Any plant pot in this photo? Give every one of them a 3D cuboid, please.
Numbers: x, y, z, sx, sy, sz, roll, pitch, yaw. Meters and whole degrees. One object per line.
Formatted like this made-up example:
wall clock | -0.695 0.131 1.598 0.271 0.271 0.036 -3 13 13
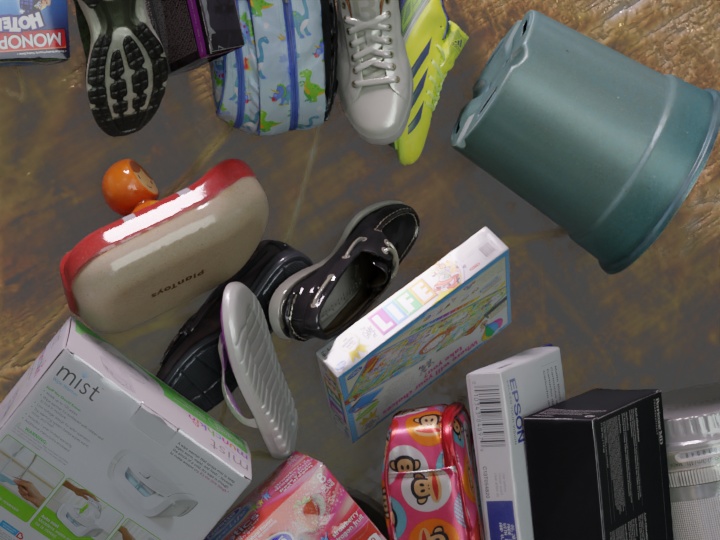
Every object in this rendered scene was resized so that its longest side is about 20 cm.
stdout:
plant pot | 0.203 -0.132 1.488 0.195 0.200 0.201 30 81 -9

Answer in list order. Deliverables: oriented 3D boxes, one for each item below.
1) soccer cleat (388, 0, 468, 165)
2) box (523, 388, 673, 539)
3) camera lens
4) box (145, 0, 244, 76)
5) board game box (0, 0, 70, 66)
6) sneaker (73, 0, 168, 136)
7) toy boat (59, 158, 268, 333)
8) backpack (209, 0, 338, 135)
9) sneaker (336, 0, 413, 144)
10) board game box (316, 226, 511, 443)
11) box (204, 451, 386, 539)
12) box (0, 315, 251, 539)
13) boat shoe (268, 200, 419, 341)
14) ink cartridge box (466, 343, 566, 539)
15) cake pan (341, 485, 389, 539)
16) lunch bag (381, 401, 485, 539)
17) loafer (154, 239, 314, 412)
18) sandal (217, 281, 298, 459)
soccer cleat | 0.061 -0.200 1.493 0.083 0.065 0.202 2 87 -4
box | 0.221 0.219 1.445 0.141 0.078 0.202 -11 97 -51
camera lens | 0.344 0.224 1.546 0.159 0.160 0.202 -14 95 -18
box | -0.154 -0.246 1.353 0.036 0.200 0.144 -14 96 -20
board game box | -0.354 -0.226 1.358 0.198 0.062 0.202 -3 93 -19
sneaker | -0.221 -0.219 1.397 0.076 0.089 0.202 -12 117 -18
toy boat | -0.183 -0.044 1.401 0.199 0.131 0.131 -27 70 -17
backpack | -0.079 -0.222 1.412 0.153 0.163 0.201 -22 104 -9
sneaker | 0.003 -0.216 1.428 0.072 0.085 0.202 -7 80 10
board game box | 0.054 0.061 1.466 0.199 0.135 0.034 -36 61 -16
box | -0.086 0.265 1.395 0.200 0.095 0.100 -43 104 -13
box | -0.224 0.173 1.361 0.199 0.097 0.177 37 98 -15
boat shoe | 0.000 0.000 1.447 0.200 0.060 0.074 -36 122 -39
ink cartridge box | 0.167 0.177 1.484 0.200 0.040 0.201 -14 97 -61
cake pan | -0.044 0.298 1.480 0.199 0.037 0.202 0 90 -18
lunch bag | 0.072 0.223 1.449 0.081 0.176 0.202 -7 90 7
loafer | -0.125 0.055 1.448 0.200 0.063 0.072 -48 134 -8
sandal | -0.102 0.099 1.408 0.049 0.083 0.204 -7 130 13
